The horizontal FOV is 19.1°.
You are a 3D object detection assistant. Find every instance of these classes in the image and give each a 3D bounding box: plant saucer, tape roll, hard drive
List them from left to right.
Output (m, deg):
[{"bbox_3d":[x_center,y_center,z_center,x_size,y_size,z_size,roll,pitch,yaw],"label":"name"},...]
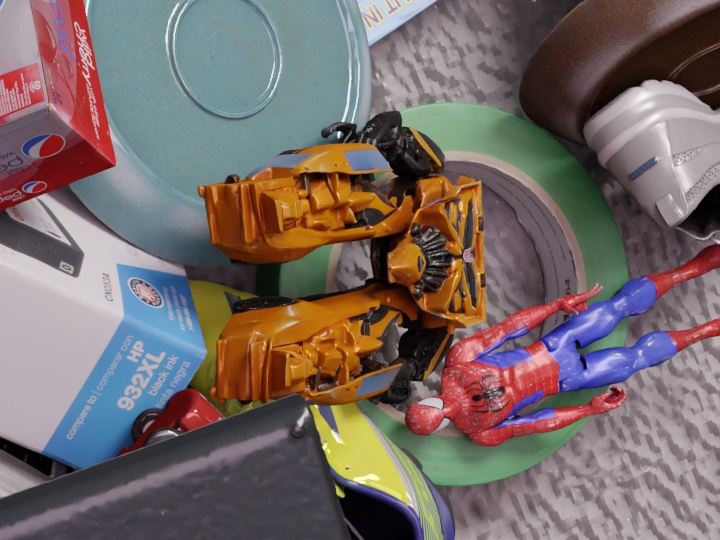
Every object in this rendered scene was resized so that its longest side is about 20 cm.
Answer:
[{"bbox_3d":[-0.095,0.151,0.906,0.198,0.033,0.141,-19,102,-10],"label":"hard drive"},{"bbox_3d":[-0.070,-0.103,1.034,0.199,0.027,0.202,6,80,-36],"label":"plant saucer"},{"bbox_3d":[0.045,0.013,1.144,0.199,0.048,0.203,1,86,-19],"label":"tape roll"},{"bbox_3d":[0.179,-0.116,1.119,0.199,0.201,0.032,-14,67,-19],"label":"plant saucer"}]

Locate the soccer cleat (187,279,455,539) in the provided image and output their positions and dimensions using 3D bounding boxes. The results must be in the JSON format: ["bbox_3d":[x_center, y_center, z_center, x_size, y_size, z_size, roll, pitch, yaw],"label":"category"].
[{"bbox_3d":[-0.032,0.082,1.054,0.200,0.084,0.065,44,114,-1],"label":"soccer cleat"}]

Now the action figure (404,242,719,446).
[{"bbox_3d":[0.112,0.044,1.117,0.199,0.052,0.066,-21,98,-16],"label":"action figure"}]

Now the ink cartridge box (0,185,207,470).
[{"bbox_3d":[-0.182,-0.003,0.991,0.199,0.145,0.084,26,110,-24],"label":"ink cartridge box"}]

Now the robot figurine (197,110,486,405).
[{"bbox_3d":[0.000,0.000,1.025,0.199,0.058,0.147,-12,102,-54],"label":"robot figurine"}]

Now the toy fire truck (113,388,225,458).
[{"bbox_3d":[-0.096,0.168,0.951,0.200,0.049,0.141,-46,105,-4],"label":"toy fire truck"}]

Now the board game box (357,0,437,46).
[{"bbox_3d":[-0.021,-0.220,1.131,0.199,0.056,0.197,-35,98,-17],"label":"board game box"}]

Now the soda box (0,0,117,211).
[{"bbox_3d":[-0.166,-0.133,0.953,0.063,0.070,0.202,-19,65,12],"label":"soda box"}]

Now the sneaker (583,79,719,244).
[{"bbox_3d":[0.193,-0.043,1.149,0.199,0.075,0.083,3,58,-48],"label":"sneaker"}]

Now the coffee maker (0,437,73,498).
[{"bbox_3d":[-0.146,0.181,1.026,0.199,0.135,0.193,26,80,-15],"label":"coffee maker"}]
